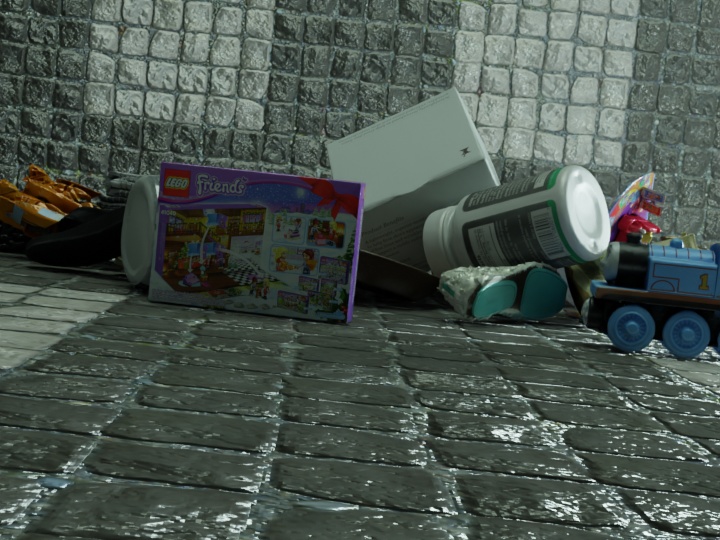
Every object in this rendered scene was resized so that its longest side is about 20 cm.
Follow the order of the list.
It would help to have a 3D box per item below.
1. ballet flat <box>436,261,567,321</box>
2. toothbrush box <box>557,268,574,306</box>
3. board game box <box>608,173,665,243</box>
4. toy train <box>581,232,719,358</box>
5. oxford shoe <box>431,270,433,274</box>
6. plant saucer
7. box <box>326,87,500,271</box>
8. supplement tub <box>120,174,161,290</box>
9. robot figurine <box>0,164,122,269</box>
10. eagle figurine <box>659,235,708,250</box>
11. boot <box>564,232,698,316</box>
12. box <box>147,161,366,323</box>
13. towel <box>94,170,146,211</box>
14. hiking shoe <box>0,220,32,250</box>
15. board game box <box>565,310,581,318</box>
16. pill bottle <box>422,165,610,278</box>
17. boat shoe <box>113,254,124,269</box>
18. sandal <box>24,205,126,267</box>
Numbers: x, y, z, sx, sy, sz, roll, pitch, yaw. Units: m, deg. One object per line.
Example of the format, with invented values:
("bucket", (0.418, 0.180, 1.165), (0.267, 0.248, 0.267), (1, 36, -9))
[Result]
("ballet flat", (0.156, 0.016, 1.406), (0.072, 0.072, 0.200), (9, 4, 39))
("toothbrush box", (0.192, -0.030, 1.737), (0.200, 0.085, 0.146), (9, -21, 42))
("board game box", (0.356, -0.029, 1.685), (0.039, 0.200, 0.158), (31, 59, 27))
("toy train", (0.320, 0.026, 1.246), (0.200, 0.114, 0.087), (7, 3, 6))
("oxford shoe", (0.145, 0.007, 1.612), (0.074, 0.071, 0.200), (-3, 7, -34))
("plant saucer", (0.000, 0.000, 1.501), (0.200, 0.037, 0.200), (17, -4, 1))
("box", (0.076, -0.108, 1.662), (0.199, 0.131, 0.200), (-23, 34, 8))
("supplement tub", (-0.146, -0.034, 1.365), (0.200, 0.123, 0.122), (3, 5, -27))
("robot figurine", (-0.351, -0.064, 1.590), (0.200, 0.058, 0.145), (22, 26, 8))
("eagle figurine", (0.499, 0.025, 1.713), (0.152, 0.151, 0.200), (59, 2, 34))
("boot", (0.322, -0.007, 1.512), (0.155, 0.073, 0.200), (-16, 17, 6))
("box", (-0.100, -0.028, 1.236), (0.200, 0.137, 0.039), (7, 4, 6))
("towel", (-0.248, -0.067, 1.733), (0.200, 0.086, 0.165), (11, -10, 42))
("hiking shoe", (-0.452, -0.056, 1.686), (0.200, 0.076, 0.101), (14, -7, -16))
("board game box", (0.355, 0.045, 1.561), (0.200, 0.039, 0.158), (4, 4, -22))
("pill bottle", (0.180, -0.047, 1.491), (0.200, 0.113, 0.113), (-14, -9, 36))
("boat shoe", (-0.187, -0.021, 1.489), (0.200, 0.069, 0.074), (6, 4, 3))
("sandal", (-0.294, -0.048, 1.456), (0.200, 0.048, 0.075), (-16, -31, 23))
